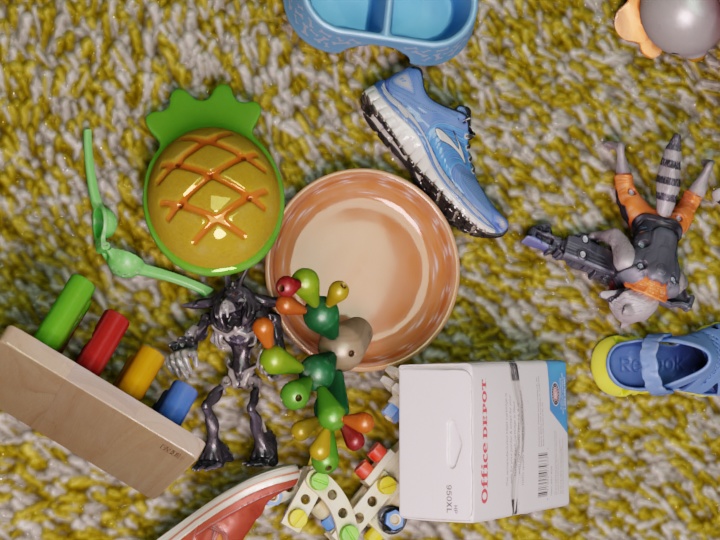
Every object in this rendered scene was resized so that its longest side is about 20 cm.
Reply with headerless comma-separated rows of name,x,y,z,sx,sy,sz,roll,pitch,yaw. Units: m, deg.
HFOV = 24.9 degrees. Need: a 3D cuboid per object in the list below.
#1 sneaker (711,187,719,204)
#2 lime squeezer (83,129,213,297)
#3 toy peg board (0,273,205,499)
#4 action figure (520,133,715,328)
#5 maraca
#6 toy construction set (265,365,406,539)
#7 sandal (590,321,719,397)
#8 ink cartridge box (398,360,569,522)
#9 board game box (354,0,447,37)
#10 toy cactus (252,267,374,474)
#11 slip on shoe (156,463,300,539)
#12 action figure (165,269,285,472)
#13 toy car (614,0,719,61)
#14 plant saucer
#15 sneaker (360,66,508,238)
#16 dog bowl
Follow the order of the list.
sneaker,0.467,-0.056,1.716,0.198,0.071,0.100,-4,83,-18
lime squeezer,-0.228,-0.040,1.579,0.070,0.038,0.201,-38,94,-12
toy peg board,-0.233,0.102,1.495,0.198,0.200,0.098,31,66,-7
action figure,0.273,-0.040,1.660,0.198,0.105,0.195,14,74,-15
maraca,-0.144,-0.088,1.569,0.136,0.107,0.202,-5,68,-9
toy construction set,0.007,0.191,1.597,0.131,0.092,0.200,42,90,-7
sandal,0.342,0.095,1.675,0.198,0.087,0.080,-8,87,-15
ink cartridge box,0.120,0.160,1.565,0.199,0.084,0.146,4,84,-57
board game box,0.048,-0.353,1.660,0.134,0.034,0.201,24,82,-9
toy cactus,-0.025,0.082,1.519,0.101,0.165,0.202,-10,105,26
slip on shoe,-0.134,0.250,1.548,0.199,0.074,0.061,-37,84,6
action figure,-0.119,0.089,1.557,0.118,0.102,0.202,-2,93,7
toy car,0.365,-0.256,1.686,0.198,0.185,0.178,-9,113,25
plant saucer,0.000,0.000,1.628,0.198,0.037,0.202,1,88,-13
sneaker,0.090,-0.120,1.635,0.089,0.079,0.201,-37,95,-10
dog bowl,0.024,-0.268,1.606,0.198,0.050,0.113,7,86,-11
